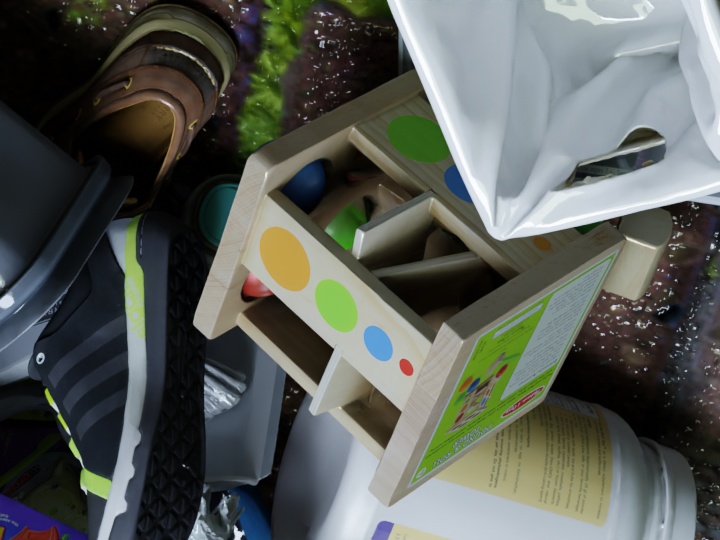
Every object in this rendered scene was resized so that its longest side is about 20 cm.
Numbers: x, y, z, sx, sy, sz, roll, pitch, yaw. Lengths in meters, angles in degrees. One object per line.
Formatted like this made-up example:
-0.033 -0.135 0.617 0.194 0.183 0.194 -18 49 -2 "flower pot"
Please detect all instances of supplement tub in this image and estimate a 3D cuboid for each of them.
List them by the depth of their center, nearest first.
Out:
0.066 0.129 1.392 0.200 0.146 0.145 18 137 -17 "supplement tub"

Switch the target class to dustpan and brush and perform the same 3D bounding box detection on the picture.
-0.139 0.068 1.408 0.200 0.140 0.057 -17 137 28 "dustpan and brush"

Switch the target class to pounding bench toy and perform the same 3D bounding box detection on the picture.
0.040 -0.014 1.268 0.156 0.200 0.124 42 137 20 "pounding bench toy"

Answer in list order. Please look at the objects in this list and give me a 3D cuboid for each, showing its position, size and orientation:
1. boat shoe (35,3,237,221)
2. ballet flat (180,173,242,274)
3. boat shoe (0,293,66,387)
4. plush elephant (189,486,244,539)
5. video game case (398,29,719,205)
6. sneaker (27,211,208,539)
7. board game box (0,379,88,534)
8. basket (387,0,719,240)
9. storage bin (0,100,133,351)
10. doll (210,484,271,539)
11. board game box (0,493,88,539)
-0.136 -0.057 1.342 0.072 0.068 0.200 31 135 -13 "boat shoe"
0.000 0.000 1.371 0.200 0.067 0.064 19 163 0 "ballet flat"
-0.166 0.031 1.388 0.200 0.069 0.057 -11 157 29 "boat shoe"
-0.070 0.227 1.295 0.165 0.155 0.200 3 112 -28 "plush elephant"
0.117 -0.112 1.240 0.200 0.023 0.182 9 135 10 "video game case"
-0.125 0.064 1.284 0.083 0.200 0.072 -4 157 20 "sneaker"
-0.163 0.120 1.430 0.120 0.200 0.032 -1 137 20 "board game box"
0.094 -0.136 1.123 0.135 0.123 0.200 -14 114 21 "basket"
-0.239 -0.015 1.276 0.134 0.146 0.200 44 133 -16 "storage bin"
-0.086 0.162 1.514 0.136 0.048 0.200 23 117 45 "doll"
-0.227 0.188 1.342 0.134 0.045 0.200 26 132 -5 "board game box"
